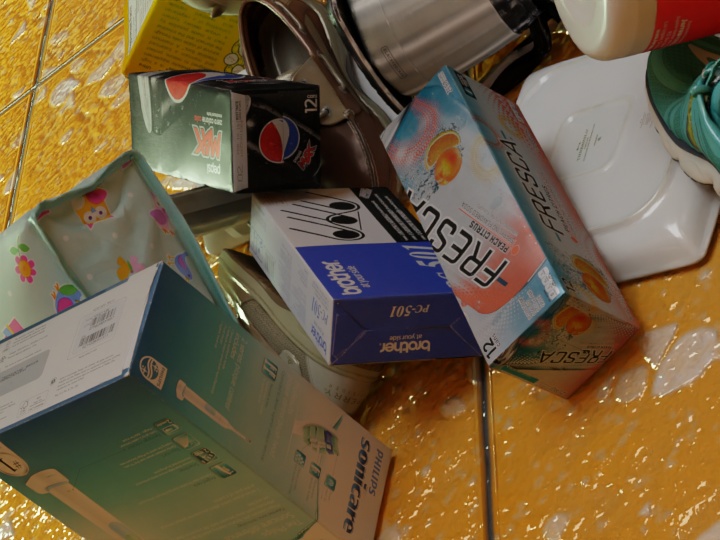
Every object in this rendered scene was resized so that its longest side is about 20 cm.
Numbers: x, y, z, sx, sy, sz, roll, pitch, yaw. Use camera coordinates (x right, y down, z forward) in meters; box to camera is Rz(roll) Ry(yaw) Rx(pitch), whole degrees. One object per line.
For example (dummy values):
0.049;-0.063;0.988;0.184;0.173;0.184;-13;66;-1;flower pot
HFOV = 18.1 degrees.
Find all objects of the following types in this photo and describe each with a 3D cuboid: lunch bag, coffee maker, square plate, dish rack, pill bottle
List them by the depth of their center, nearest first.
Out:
0.208;-0.191;1.246;0.200;0.113;0.112;-16;28;-12;pill bottle
0.144;-0.071;1.348;0.198;0.028;0.200;-16;43;45;square plate
-0.161;0.054;1.432;0.122;0.200;0.170;-36;4;-43;lunch bag
0.084;-0.221;1.470;0.200;0.135;0.192;-25;57;20;coffee maker
-0.166;-0.021;1.580;0.200;0.044;0.171;-16;0;40;dish rack

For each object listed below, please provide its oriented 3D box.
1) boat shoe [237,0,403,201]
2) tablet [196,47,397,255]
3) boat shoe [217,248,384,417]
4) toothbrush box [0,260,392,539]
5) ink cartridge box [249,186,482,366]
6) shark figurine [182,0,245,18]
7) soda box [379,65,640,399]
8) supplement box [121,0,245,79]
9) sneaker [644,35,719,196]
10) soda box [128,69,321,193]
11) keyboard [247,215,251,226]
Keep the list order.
-0.035;-0.108;1.530;0.076;0.072;0.200;-45;53;25;boat shoe
-0.046;-0.101;1.599;0.200;0.014;0.130;-24;64;36;tablet
-0.051;0.041;1.433;0.065;0.071;0.200;-67;27;10;boat shoe
-0.103;0.104;1.298;0.146;0.200;0.085;-25;36;37;toothbrush box
0.000;0.000;1.376;0.200;0.094;0.044;-128;38;-64;ink cartridge box
-0.108;-0.218;1.576;0.089;0.214;0.128;43;115;32;shark figurine
0.081;-0.024;1.281;0.064;0.068;0.200;-46;43;22;soda box
-0.095;-0.234;1.707;0.109;0.109;0.200;-96;30;-53;supplement box
0.207;-0.085;1.215;0.077;0.080;0.200;-26;34;-1;sneaker
-0.093;-0.095;1.503;0.200;0.063;0.071;-164;70;-64;soda box
-0.017;-0.005;1.473;0.200;0.056;0.011;-137;45;-60;keyboard
